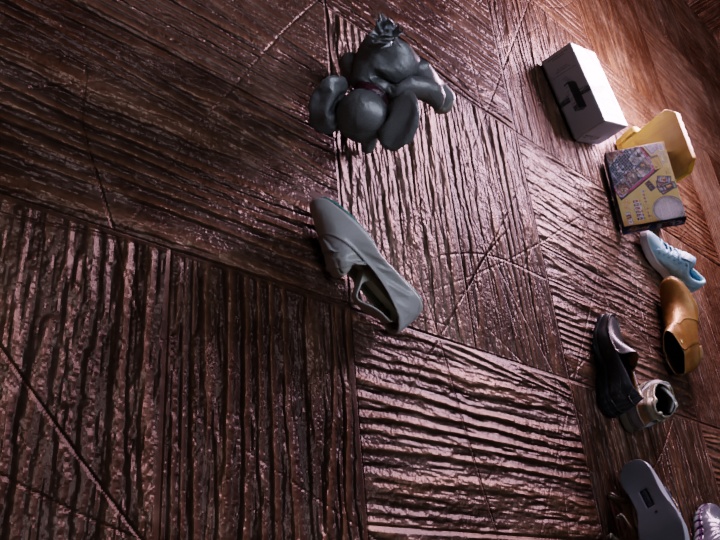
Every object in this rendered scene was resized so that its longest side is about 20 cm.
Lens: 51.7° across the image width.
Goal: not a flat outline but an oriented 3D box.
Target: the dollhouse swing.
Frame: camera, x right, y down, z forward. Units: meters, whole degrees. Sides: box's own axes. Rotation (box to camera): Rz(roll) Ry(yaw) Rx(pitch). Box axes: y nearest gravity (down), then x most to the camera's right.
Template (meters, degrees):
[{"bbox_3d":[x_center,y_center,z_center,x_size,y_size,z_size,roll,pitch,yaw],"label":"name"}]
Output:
[{"bbox_3d":[0.734,-0.253,1.779,0.180,0.175,0.203,17,55,-41],"label":"dollhouse swing"}]

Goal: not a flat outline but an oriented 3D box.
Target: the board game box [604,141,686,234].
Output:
[{"bbox_3d":[0.632,-0.185,1.660,0.035,0.133,0.203,62,22,-59],"label":"board game box"}]

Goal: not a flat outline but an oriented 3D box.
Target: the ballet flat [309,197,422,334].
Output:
[{"bbox_3d":[0.000,0.000,0.905,0.200,0.069,0.070,48,40,-18],"label":"ballet flat"}]

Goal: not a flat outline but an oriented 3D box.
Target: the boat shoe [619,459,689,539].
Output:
[{"bbox_3d":[0.454,0.379,1.104,0.091,0.070,0.201,46,22,-21],"label":"boat shoe"}]

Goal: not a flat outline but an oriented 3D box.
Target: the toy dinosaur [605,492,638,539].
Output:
[{"bbox_3d":[0.417,0.431,1.103,0.100,0.058,0.204,4,65,-48],"label":"toy dinosaur"}]

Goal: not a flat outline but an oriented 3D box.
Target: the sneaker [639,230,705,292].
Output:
[{"bbox_3d":[0.715,-0.029,1.694,0.200,0.081,0.075,43,41,-21],"label":"sneaker"}]

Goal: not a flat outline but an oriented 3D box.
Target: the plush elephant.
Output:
[{"bbox_3d":[0.022,-0.230,1.008,0.163,0.157,0.200,26,-4,17],"label":"plush elephant"}]

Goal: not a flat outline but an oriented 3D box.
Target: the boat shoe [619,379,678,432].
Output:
[{"bbox_3d":[0.536,0.241,1.342,0.198,0.068,0.076,-16,79,-51],"label":"boat shoe"}]

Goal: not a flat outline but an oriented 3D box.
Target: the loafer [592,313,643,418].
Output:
[{"bbox_3d":[0.455,0.157,1.300,0.072,0.072,0.203,31,46,-30],"label":"loafer"}]

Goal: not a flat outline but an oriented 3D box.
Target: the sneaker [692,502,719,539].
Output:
[{"bbox_3d":[0.625,0.473,1.283,0.075,0.087,0.200,57,39,-4],"label":"sneaker"}]

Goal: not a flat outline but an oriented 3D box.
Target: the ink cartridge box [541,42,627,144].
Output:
[{"bbox_3d":[0.511,-0.399,1.691,0.143,0.083,0.203,-5,72,-50],"label":"ink cartridge box"}]

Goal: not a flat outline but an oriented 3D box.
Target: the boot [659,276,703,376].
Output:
[{"bbox_3d":[0.662,0.113,1.556,0.143,0.070,0.205,-3,75,-52],"label":"boot"}]
